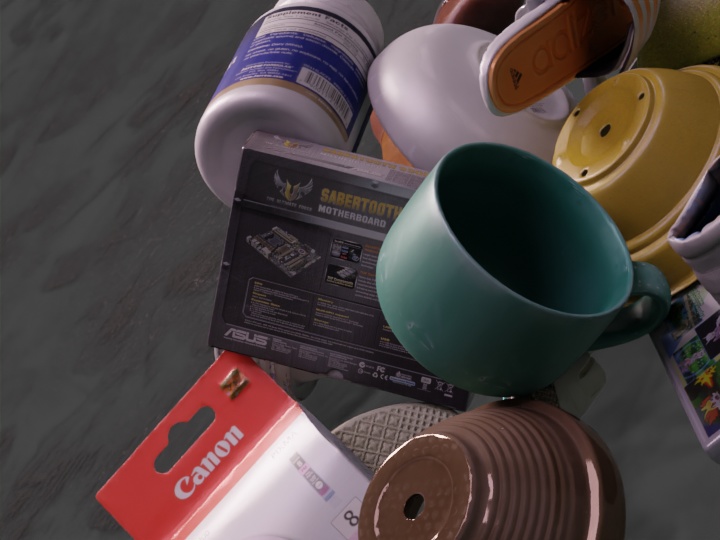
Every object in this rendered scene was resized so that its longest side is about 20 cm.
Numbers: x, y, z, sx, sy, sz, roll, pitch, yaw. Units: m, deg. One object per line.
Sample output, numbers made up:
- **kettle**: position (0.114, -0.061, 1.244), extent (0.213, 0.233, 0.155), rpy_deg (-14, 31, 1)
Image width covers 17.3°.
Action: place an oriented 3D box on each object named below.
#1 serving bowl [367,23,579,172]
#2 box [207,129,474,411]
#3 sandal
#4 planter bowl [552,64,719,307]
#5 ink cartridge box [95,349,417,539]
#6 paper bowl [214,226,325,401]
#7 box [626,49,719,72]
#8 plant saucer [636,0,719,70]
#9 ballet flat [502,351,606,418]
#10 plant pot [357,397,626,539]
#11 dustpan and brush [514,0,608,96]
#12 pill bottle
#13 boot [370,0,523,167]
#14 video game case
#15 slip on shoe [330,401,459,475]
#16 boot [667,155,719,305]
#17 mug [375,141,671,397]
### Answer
- **serving bowl**: position (0.105, -0.119, 1.782), extent (0.066, 0.200, 0.200), rpy_deg (-51, 20, 31)
- **box**: position (0.000, 0.000, 1.698), extent (0.048, 0.200, 0.159), rpy_deg (-60, -18, -69)
- **sandal**: position (0.166, -0.166, 1.676), extent (0.059, 0.079, 0.207), rpy_deg (13, 42, 41)
- **planter bowl**: position (0.195, -0.079, 1.652), extent (0.200, 0.083, 0.201), rpy_deg (-36, 34, 30)
- **ink cartridge box**: position (-0.082, 0.172, 1.688), extent (0.163, 0.200, 0.057), rpy_deg (-48, -15, 3)
- **paper bowl**: position (-0.041, 0.004, 1.878), extent (0.104, 0.201, 0.201), rpy_deg (10, 49, 12)
- **box**: position (0.295, -0.185, 1.775), extent (0.200, 0.049, 0.160), rpy_deg (-55, 29, -17)
- **plant saucer**: position (0.293, -0.249, 1.763), extent (0.199, 0.048, 0.200), rpy_deg (-21, 36, 41)
- **ballet flat**: position (0.136, 0.061, 1.656), extent (0.075, 0.068, 0.200), rpy_deg (-16, 32, 14)
- **plant pot**: position (0.063, 0.166, 1.509), extent (0.201, 0.093, 0.201), rpy_deg (-28, 48, 36)
- **dustpan and brush**: position (0.170, -0.181, 1.771), extent (0.057, 0.200, 0.140), rpy_deg (16, 59, 40)
- **pill bottle**: position (-0.047, -0.133, 1.798), extent (0.116, 0.116, 0.200), rpy_deg (-30, 21, 30)
- **boot**: position (0.078, -0.152, 2.035), extent (0.188, 0.068, 0.200), rpy_deg (-37, 28, 18)
- **video game case**: position (0.275, 0.015, 1.548), extent (0.182, 0.022, 0.200), rpy_deg (-40, 27, 13)
- **slip on shoe**: position (-0.009, 0.157, 1.725), extent (0.200, 0.061, 0.074), rpy_deg (-31, 70, 10)
- **boot**: position (0.286, -0.061, 1.503), extent (0.200, 0.096, 0.074), rpy_deg (-48, 26, -3)
- **mug**: position (0.100, 0.018, 1.566), extent (0.114, 0.185, 0.152), rpy_deg (-53, -1, 37)
